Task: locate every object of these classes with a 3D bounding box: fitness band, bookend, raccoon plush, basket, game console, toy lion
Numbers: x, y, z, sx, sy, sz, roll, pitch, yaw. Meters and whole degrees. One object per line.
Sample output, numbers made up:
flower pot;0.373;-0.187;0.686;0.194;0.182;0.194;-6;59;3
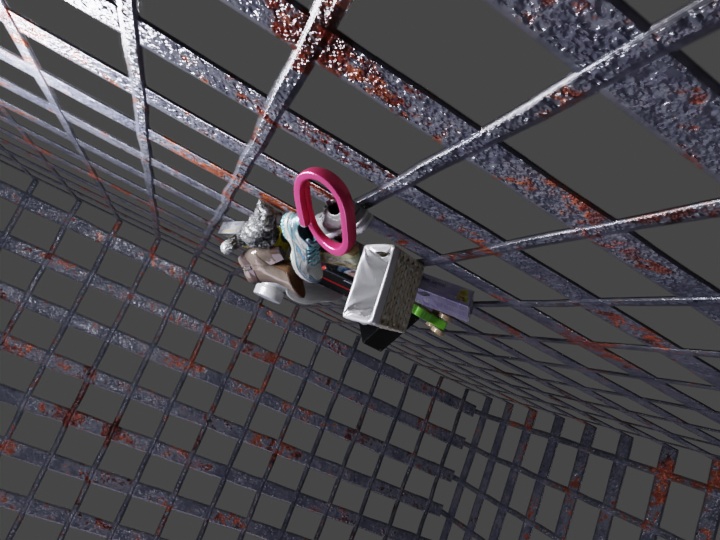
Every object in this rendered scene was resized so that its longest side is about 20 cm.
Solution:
fitness band;-0.072;-0.118;1.055;0.142;0.037;0.203;28;142;31
bookend;0.088;0.138;1.816;0.091;0.199;0.202;28;-149;-31
raccoon plush;-0.301;-0.106;1.411;0.097;0.199;0.134;52;174;15
basket;0.062;0.049;1.315;0.122;0.204;0.135;25;169;-33
game console;-0.047;0.041;1.595;0.197;0.032;0.177;25;161;-15
toy lion;0.188;0.127;1.642;0.189;0.070;0.200;30;-178;-1

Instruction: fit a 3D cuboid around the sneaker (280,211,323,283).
sneaker;-0.141;-0.057;1.358;0.085;0.077;0.203;-4;115;45

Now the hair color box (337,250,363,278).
hair color box;0.000;0.000;1.539;0.099;0.062;0.200;26;167;-13

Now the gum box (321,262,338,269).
gum box;-0.066;0.024;1.741;0.198;0.067;0.113;28;166;-21

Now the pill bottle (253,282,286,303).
pill bottle;-0.263;-0.003;1.680;0.112;0.203;0.114;21;167;5

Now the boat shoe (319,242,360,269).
boat shoe;-0.087;-0.043;1.440;0.197;0.073;0.064;12;129;35

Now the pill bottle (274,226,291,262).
pill bottle;-0.225;-0.060;1.580;0.197;0.114;0.112;26;168;-8

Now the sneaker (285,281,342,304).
sneaker;-0.168;0.073;1.710;0.196;0.075;0.115;7;177;-30

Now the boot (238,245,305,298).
boot;-0.264;0.011;1.527;0.144;0.071;0.203;-15;115;21

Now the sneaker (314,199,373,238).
sneaker;-0.052;-0.126;1.133;0.082;0.075;0.198;47;153;-25

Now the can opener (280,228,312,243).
can opener;-0.160;-0.108;1.450;0.198;0.053;0.068;11;131;47

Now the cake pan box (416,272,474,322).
cake pan box;0.227;0.075;1.458;0.181;0.053;0.200;22;168;18

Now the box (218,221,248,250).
box;-0.389;-0.113;1.816;0.157;0.049;0.198;32;165;-34
